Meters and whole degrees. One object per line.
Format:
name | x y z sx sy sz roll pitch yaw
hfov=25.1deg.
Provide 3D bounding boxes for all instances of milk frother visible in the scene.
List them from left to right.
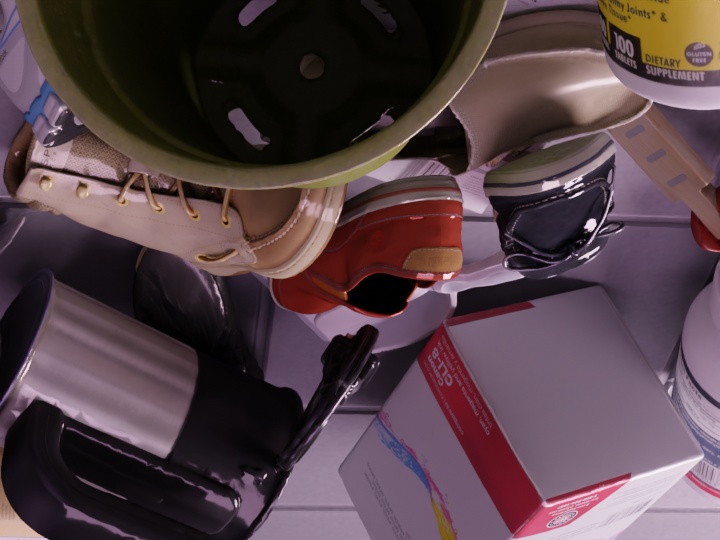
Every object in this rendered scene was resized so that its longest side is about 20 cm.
milk frother | -0.114 0.069 0.987 0.188 0.181 0.200 28 104 -22

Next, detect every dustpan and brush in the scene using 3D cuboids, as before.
dustpan and brush | 0.031 0.006 1.041 0.200 0.057 0.140 -22 140 21

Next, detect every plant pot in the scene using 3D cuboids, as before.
plant pot | -0.032 -0.116 0.721 0.200 0.200 0.190 -7 171 4

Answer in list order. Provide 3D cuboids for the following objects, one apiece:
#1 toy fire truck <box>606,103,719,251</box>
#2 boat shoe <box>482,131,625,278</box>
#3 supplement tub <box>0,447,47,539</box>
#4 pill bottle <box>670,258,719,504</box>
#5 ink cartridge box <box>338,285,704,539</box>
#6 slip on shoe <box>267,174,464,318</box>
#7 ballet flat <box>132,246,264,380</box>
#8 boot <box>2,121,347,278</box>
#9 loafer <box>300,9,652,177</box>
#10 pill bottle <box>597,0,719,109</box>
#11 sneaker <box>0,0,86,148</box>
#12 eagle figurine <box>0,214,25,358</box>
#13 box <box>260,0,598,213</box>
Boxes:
toy fire truck | 0.249 -0.073 0.930 0.200 0.129 0.176 3 143 -26
boat shoe | 0.107 -0.031 0.882 0.075 0.062 0.200 -19 173 0
supplement tub | -0.251 0.147 1.133 0.200 0.145 0.145 3 143 -9
pill bottle | 0.276 0.067 1.100 0.119 0.120 0.200 -4 143 0
ink cartridge box | 0.103 0.133 1.116 0.145 0.145 0.200 -12 150 -34
slip on shoe | 0.000 0.000 0.929 0.074 0.061 0.200 -3 168 -27
ballet flat | -0.110 0.039 1.094 0.066 0.057 0.200 -1 138 11
boot | -0.108 -0.053 0.904 0.155 0.073 0.200 21 167 -26
loafer | 0.064 -0.087 0.849 0.200 0.068 0.076 -5 143 0
pill bottle | 0.159 -0.184 0.743 0.112 0.113 0.200 -9 128 7
sneaker | -0.138 -0.158 0.806 0.087 0.075 0.200 41 118 4
eagle figurine | -0.276 0.058 0.972 0.151 0.200 0.152 -10 -176 20
box | 0.057 -0.122 0.892 0.156 0.041 0.200 16 140 -26
